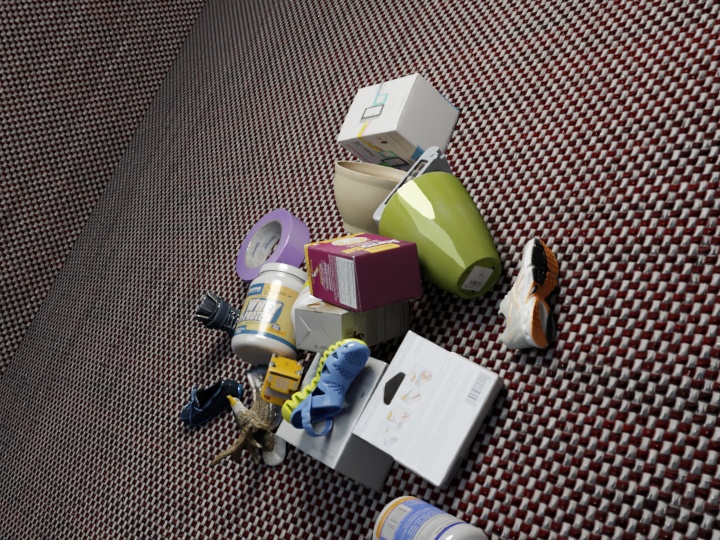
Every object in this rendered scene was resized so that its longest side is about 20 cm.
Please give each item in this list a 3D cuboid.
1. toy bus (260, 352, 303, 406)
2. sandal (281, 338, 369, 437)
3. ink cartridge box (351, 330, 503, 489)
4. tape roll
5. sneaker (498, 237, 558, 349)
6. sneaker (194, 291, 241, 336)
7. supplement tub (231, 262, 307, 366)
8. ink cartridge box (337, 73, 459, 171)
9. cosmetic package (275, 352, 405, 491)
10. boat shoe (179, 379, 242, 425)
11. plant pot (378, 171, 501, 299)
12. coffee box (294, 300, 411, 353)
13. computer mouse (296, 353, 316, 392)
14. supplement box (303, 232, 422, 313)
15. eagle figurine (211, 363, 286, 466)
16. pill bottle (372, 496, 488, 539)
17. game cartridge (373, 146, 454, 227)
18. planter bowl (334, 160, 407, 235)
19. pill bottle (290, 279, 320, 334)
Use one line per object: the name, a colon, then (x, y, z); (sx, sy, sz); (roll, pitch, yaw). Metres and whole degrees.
toy bus: (-0.153, 0.210, 1.583); (0.200, 0.065, 0.078); (-138, 66, -85)
sandal: (-0.047, 0.204, 1.370); (0.200, 0.079, 0.087); (-55, 37, 14)
ink cartridge box: (0.110, 0.224, 1.334); (0.176, 0.045, 0.200); (26, 82, 28)
tape roll: (-0.216, -0.050, 2.004); (0.200, 0.066, 0.200); (-31, 41, 31)
sneaker: (0.266, 0.038, 1.341); (0.092, 0.076, 0.200); (-22, 45, 45)
sneaker: (-0.302, 0.118, 1.899); (0.202, 0.146, 0.077); (13, 70, 52)
supplement tub: (-0.186, 0.100, 1.771); (0.145, 0.145, 0.200); (-15, 52, 44)
ink cartridge box: (0.081, -0.316, 1.793); (0.200, 0.147, 0.146); (0, 63, 51)
cosmetic package: (-0.019, 0.254, 1.461); (0.199, 0.123, 0.200); (12, 73, 54)
boat shoe: (-0.356, 0.291, 1.884); (0.200, 0.069, 0.084); (-35, 39, 27)
plant pot: (0.161, -0.045, 1.466); (0.187, 0.187, 0.200); (-47, 48, 12)
coffee box: (-0.011, 0.092, 1.498); (0.114, 0.200, 0.080); (6, 102, 39)
computer mouse: (-0.065, 0.194, 1.639); (0.140, 0.046, 0.200); (-35, 28, 34)
supplement box: (0.000, 0.000, 1.463); (0.200, 0.131, 0.103); (15, 114, 59)
eagle figurine: (-0.221, 0.301, 1.683); (0.151, 0.151, 0.200); (-5, 19, 7)
pill bottle: (0.118, 0.408, 1.175); (0.200, 0.112, 0.112); (10, 70, 53)
game cartridge: (0.113, -0.127, 1.594); (0.042, 0.133, 0.200); (24, 65, 38)
planter bowl: (0.034, -0.139, 1.688); (0.200, 0.200, 0.135); (35, 117, 56)
pill bottle: (-0.081, 0.078, 1.633); (0.104, 0.104, 0.200); (-44, 8, 16)
